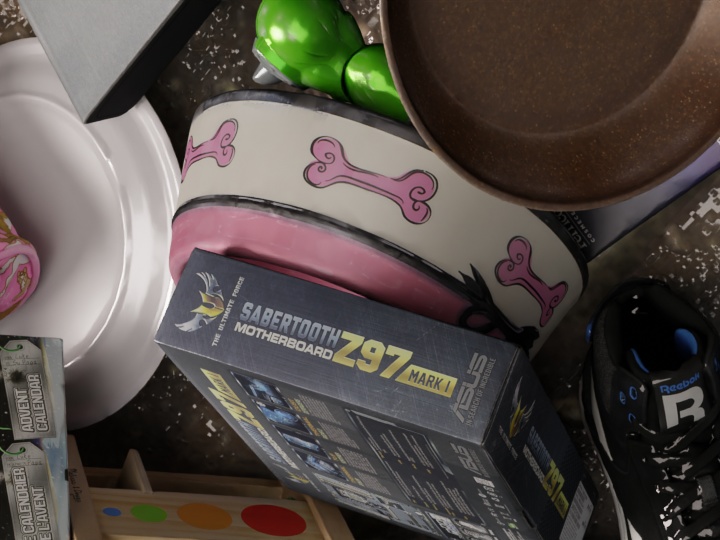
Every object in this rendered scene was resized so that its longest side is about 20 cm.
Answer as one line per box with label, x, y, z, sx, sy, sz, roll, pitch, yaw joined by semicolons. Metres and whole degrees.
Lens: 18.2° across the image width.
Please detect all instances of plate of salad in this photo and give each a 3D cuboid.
plate of salad;-0.158;-0.018;1.158;0.199;0.048;0.202;2;94;36

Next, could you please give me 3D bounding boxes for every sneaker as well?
sneaker;0.146;0.095;1.009;0.072;0.112;0.201;-19;58;-7

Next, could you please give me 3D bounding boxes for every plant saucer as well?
plant saucer;0.091;-0.126;0.933;0.199;0.037;0.202;-9;111;-23

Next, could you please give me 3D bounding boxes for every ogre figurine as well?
ogre figurine;0.011;-0.148;0.974;0.119;0.098;0.202;1;120;1

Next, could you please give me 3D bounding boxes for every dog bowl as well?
dog bowl;0.000;0.000;1.032;0.199;0.200;0.074;20;71;13

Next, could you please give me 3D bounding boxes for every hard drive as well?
hard drive;-0.137;-0.192;1.071;0.140;0.033;0.201;-43;71;46

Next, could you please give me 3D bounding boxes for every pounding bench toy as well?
pounding bench toy;-0.088;0.154;1.149;0.155;0.200;0.125;4;110;-17

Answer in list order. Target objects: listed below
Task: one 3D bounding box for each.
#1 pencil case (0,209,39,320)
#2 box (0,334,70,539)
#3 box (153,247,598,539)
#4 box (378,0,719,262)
pencil case;-0.237;-0.054;1.133;0.083;0.086;0.201;-38;72;12
box;-0.181;0.142;1.121;0.040;0.138;0.200;4;145;-17
box;0.013;0.068;1.006;0.156;0.200;0.051;15;71;23
box;0.101;-0.125;1.036;0.141;0.079;0.201;-37;90;25
